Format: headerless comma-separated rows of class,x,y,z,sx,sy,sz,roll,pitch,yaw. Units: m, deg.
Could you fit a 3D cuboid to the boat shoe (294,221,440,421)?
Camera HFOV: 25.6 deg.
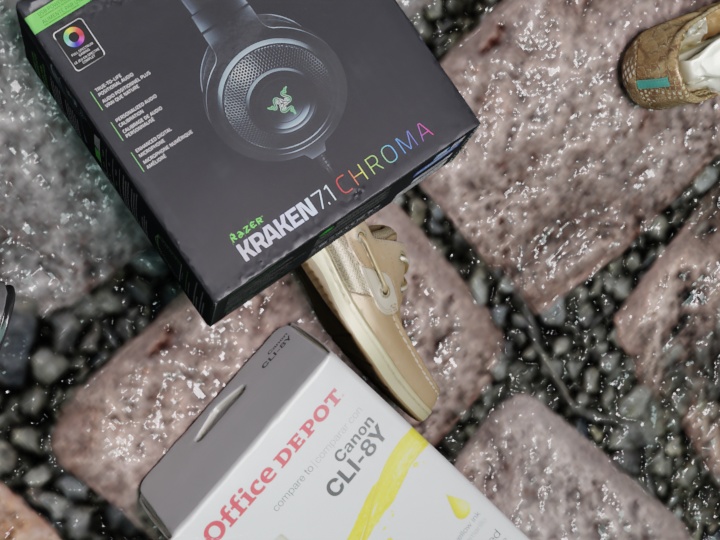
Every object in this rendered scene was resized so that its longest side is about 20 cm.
boat shoe,0.000,0.000,0.942,0.064,0.071,0.201,-36,109,-11

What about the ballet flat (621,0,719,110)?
ballet flat,0.262,-0.155,1.020,0.199,0.065,0.071,-30,109,-14

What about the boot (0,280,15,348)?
boot,-0.242,-0.011,0.854,0.131,0.070,0.201,25,101,-26

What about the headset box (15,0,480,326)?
headset box,-0.065,-0.104,0.855,0.173,0.093,0.201,-33,86,-12

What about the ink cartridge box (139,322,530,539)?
ink cartridge box,-0.013,0.154,0.959,0.200,0.083,0.145,44,83,-22
